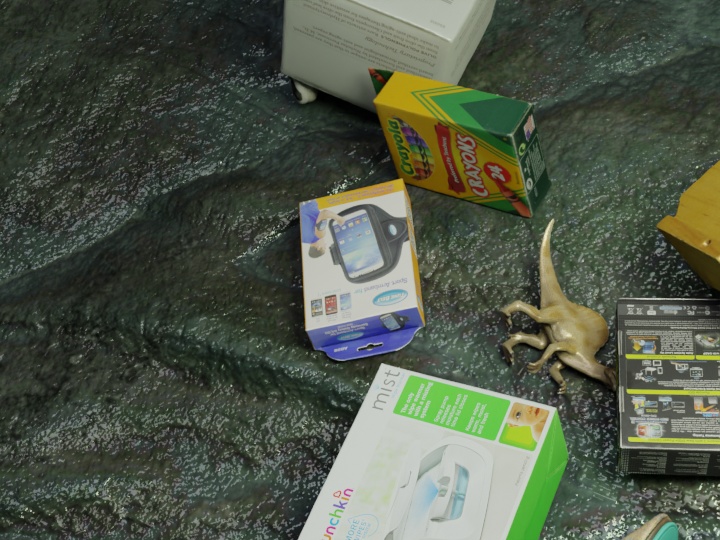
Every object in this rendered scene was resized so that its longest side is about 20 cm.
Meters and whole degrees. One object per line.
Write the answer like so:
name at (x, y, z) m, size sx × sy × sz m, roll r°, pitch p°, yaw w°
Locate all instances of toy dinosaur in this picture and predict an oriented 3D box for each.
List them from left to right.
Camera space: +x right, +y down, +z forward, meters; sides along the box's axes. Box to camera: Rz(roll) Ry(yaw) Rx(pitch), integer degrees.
toy dinosaur at (0.186, 0.052, 1.310) m, size 0.100 × 0.058 × 0.201 m, roll -15°, pitch 56°, yaw -13°

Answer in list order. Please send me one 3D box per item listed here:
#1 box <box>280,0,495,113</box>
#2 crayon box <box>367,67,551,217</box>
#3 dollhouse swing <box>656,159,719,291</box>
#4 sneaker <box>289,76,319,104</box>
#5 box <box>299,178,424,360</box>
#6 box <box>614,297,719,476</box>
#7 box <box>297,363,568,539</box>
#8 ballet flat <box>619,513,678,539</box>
box at (0.039, -0.304, 1.522) m, size 0.198 × 0.172 × 0.200 m, roll 23°, pitch 60°, yaw 8°
crayon box at (0.094, -0.136, 1.432) m, size 0.199 × 0.127 × 0.051 m, roll 18°, pitch 60°, yaw 31°
dollhouse swing at (0.413, -0.027, 1.202) m, size 0.200 × 0.176 × 0.182 m, roll -42°, pitch 19°, yaw 1°
sneaker at (-0.040, -0.282, 1.635) m, size 0.080 × 0.075 × 0.201 m, roll 5°, pitch 54°, yaw 11°
box at (0.000, 0.000, 1.412) m, size 0.118 × 0.042 × 0.201 m, roll -13°, pitch 48°, yaw 9°
box at (0.325, 0.101, 1.200) m, size 0.198 × 0.044 × 0.161 m, roll 0°, pitch 53°, yaw 8°
box at (0.065, 0.205, 1.191) m, size 0.175 × 0.097 × 0.201 m, roll 14°, pitch 59°, yaw 25°
ballet flat at (0.194, 0.278, 1.108) m, size 0.067 × 0.068 × 0.201 m, roll 10°, pitch 55°, yaw 34°
